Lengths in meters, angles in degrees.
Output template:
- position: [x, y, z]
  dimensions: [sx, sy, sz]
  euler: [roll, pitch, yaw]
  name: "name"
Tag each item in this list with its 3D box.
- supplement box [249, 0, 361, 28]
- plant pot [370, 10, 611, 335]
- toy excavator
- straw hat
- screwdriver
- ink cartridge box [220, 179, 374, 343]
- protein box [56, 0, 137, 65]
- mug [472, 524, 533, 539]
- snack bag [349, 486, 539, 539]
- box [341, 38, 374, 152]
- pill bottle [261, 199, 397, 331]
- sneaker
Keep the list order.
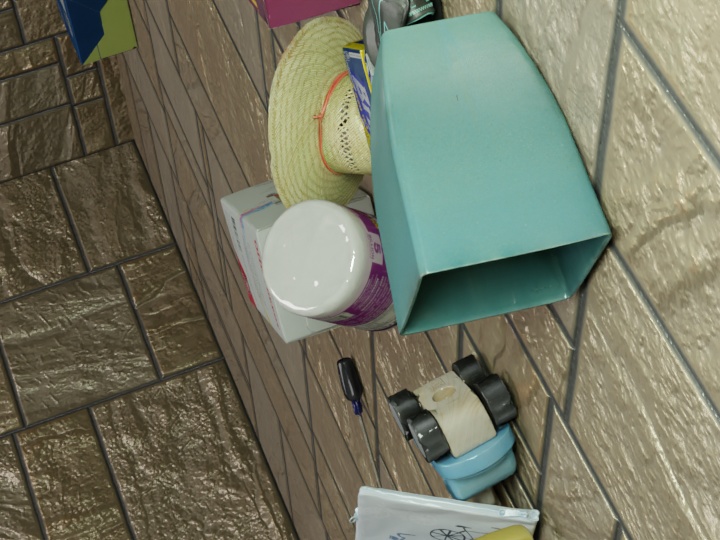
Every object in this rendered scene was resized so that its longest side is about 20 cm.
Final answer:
- position: [-0.085, -0.347, 1.613]
  dimensions: [0.200, 0.102, 0.132]
  euler: [-125, 21, -53]
  name: "supplement box"
- position: [0.079, -0.079, 1.199]
  dimensions: [0.142, 0.140, 0.201]
  euler: [104, 153, -69]
  name: "plant pot"
- position: [0.107, 0.190, 1.613]
  dimensions: [0.201, 0.099, 0.194]
  euler: [66, 172, -19]
  name: "toy excavator"
- position: [-0.001, -0.139, 1.538]
  dimensions: [0.085, 0.201, 0.202]
  euler: [10, 126, 34]
  name: "straw hat"
- position: [0.000, 0.220, 2.288]
  dimensions: [0.029, 0.028, 0.202]
  euler: [-1, 106, 48]
  name: "screwdriver"
- position: [-0.064, -0.023, 1.922]
  dimensions: [0.200, 0.144, 0.146]
  euler: [-138, 32, -68]
  name: "ink cartridge box"
- position: [-0.599, -0.606, 3.556]
  dimensions: [0.199, 0.134, 0.201]
  euler: [84, 163, -49]
  name: "protein box"
- position: [0.131, 0.348, 1.569]
  dimensions: [0.149, 0.152, 0.188]
  euler: [142, 109, -79]
  name: "mug"
- position: [0.082, 0.265, 1.635]
  dimensions: [0.200, 0.187, 0.022]
  euler: [88, -168, -61]
  name: "snack bag"
- position: [0.045, -0.116, 1.467]
  dimensions: [0.070, 0.064, 0.202]
  euler: [-147, 40, -72]
  name: "box"
- position: [0.000, 0.000, 1.564]
  dimensions: [0.200, 0.112, 0.113]
  euler: [15, -132, -60]
  name: "pill bottle"
- position: [0.032, -0.251, 1.340]
  dimensions: [0.079, 0.075, 0.201]
  euler: [27, 143, 54]
  name: "sneaker"
